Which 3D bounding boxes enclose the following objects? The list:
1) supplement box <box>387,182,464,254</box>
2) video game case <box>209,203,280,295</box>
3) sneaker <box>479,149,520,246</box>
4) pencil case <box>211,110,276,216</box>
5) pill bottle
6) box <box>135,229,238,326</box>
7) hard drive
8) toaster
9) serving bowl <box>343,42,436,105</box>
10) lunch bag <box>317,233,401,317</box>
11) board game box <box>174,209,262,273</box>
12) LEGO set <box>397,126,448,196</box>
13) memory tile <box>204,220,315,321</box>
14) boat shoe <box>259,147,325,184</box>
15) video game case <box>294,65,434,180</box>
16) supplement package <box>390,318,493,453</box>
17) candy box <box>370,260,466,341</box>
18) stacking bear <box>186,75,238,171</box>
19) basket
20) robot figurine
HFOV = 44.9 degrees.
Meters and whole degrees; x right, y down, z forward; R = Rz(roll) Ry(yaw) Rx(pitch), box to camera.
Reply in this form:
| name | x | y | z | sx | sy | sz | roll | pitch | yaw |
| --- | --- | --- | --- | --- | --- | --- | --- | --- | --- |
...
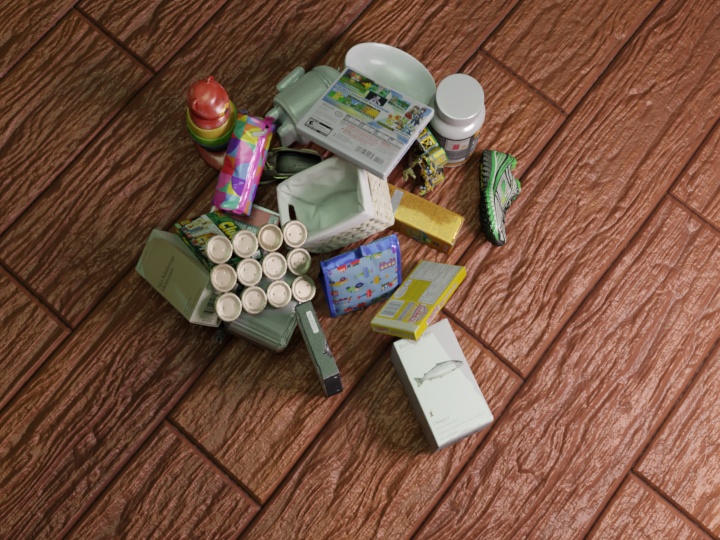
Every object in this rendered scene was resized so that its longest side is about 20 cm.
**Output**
| name | x | y | z | sx | sy | sz | roll | pitch | yaw |
| --- | --- | --- | --- | --- | --- | --- | --- | --- | --- |
| supplement box | 0.103 | -0.107 | 1.726 | 0.196 | 0.067 | 0.070 | 23 | 74 | 7 |
| video game case | -0.254 | -0.043 | 1.728 | 0.140 | 0.017 | 0.204 | 20 | 74 | 5 |
| sneaker | 0.281 | -0.146 | 1.733 | 0.083 | 0.078 | 0.205 | 3 | 73 | 0 |
| pencil case | -0.226 | -0.208 | 1.695 | 0.086 | 0.088 | 0.205 | 18 | 95 | 5 |
| pill bottle | 0.184 | -0.294 | 1.713 | 0.113 | 0.200 | 0.119 | 0 | 73 | -1 |
| box | -0.326 | 0.012 | 1.626 | 0.199 | 0.077 | 0.097 | 34 | 101 | 37 |
| hard drive | -0.075 | 0.146 | 1.578 | 0.037 | 0.200 | 0.142 | -21 | 75 | -5 |
| toaster | -0.177 | 0.066 | 1.639 | 0.127 | 0.114 | 0.204 | 26 | 73 | -7 |
| serving bowl | 0.052 | -0.368 | 1.750 | 0.195 | 0.066 | 0.203 | 14 | 45 | -14 |
| lunch bag | 0.000 | 0.000 | 1.622 | 0.147 | 0.200 | 0.096 | -19 | 74 | -7 |
| board game box | -0.269 | -0.057 | 1.636 | 0.103 | 0.024 | 0.200 | -18 | 33 | -25 |
| LEGO set | 0.088 | -0.213 | 1.698 | 0.115 | 0.200 | 0.156 | -33 | 89 | -2 |
| memory tile | -0.179 | -0.003 | 1.566 | 0.196 | 0.017 | 0.157 | -12 | 95 | -25 |
| boat shoe | -0.166 | -0.215 | 1.758 | 0.194 | 0.060 | 0.074 | 3 | 74 | 0 |
| video game case | 0.008 | -0.275 | 1.604 | 0.197 | 0.022 | 0.183 | 29 | 62 | 16 |
| supplement package | 0.146 | 0.213 | 1.603 | 0.115 | 0.118 | 0.203 | -23 | 74 | -7 |
| candy box | 0.111 | 0.052 | 1.634 | 0.100 | 0.027 | 0.200 | 11 | 43 | 33 |
| stacking bear | -0.290 | -0.303 | 1.709 | 0.113 | 0.200 | 0.122 | 34 | 75 | 9 |
| basket | -0.044 | -0.123 | 1.659 | 0.197 | 0.122 | 0.139 | -21 | 70 | 30 |
| robot figurine | -0.099 | -0.336 | 1.767 | 0.198 | 0.113 | 0.171 | -37 | 79 | -12 |
